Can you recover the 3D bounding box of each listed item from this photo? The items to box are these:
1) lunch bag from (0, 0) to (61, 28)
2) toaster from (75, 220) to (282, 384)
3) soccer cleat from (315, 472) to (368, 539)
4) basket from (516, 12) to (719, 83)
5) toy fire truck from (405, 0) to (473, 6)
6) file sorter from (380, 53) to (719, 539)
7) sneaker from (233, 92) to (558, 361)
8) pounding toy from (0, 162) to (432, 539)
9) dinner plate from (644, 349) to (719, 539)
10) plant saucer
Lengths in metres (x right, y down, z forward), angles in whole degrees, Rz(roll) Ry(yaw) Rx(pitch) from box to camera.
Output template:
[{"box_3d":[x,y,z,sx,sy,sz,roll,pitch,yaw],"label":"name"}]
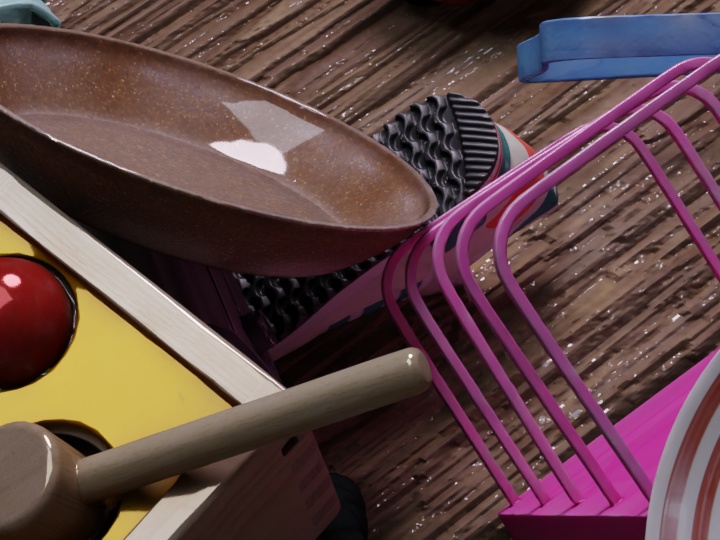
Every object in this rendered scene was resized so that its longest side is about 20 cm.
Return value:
[{"box_3d":[-0.265,-0.107,1.289,0.200,0.122,0.170,-34,40,-11],"label":"lunch bag"},{"box_3d":[-0.135,0.035,1.043,0.199,0.114,0.130,-25,55,9],"label":"toaster"},{"box_3d":[-0.004,0.158,0.916,0.080,0.068,0.201,6,42,2],"label":"soccer cleat"},{"box_3d":[0.169,-0.096,1.055,0.199,0.140,0.176,-6,3,-1],"label":"basket"},{"box_3d":[0.119,-0.196,1.259,0.176,0.129,0.199,-42,34,-27],"label":"toy fire truck"},{"box_3d":[0.101,0.008,0.908,0.139,0.126,0.200,-35,2,-12],"label":"file sorter"},{"box_3d":[0.000,-0.001,1.101,0.199,0.093,0.071,-33,58,24],"label":"sneaker"},{"box_3d":[-0.098,0.071,0.861,0.200,0.142,0.184,36,74,23],"label":"pounding toy"},{"box_3d":[0.179,0.088,0.749,0.199,0.024,0.202,-6,79,32],"label":"dinner plate"},{"box_3d":[-0.069,-0.043,0.962,0.199,0.037,0.201,18,17,-6],"label":"plant saucer"}]
